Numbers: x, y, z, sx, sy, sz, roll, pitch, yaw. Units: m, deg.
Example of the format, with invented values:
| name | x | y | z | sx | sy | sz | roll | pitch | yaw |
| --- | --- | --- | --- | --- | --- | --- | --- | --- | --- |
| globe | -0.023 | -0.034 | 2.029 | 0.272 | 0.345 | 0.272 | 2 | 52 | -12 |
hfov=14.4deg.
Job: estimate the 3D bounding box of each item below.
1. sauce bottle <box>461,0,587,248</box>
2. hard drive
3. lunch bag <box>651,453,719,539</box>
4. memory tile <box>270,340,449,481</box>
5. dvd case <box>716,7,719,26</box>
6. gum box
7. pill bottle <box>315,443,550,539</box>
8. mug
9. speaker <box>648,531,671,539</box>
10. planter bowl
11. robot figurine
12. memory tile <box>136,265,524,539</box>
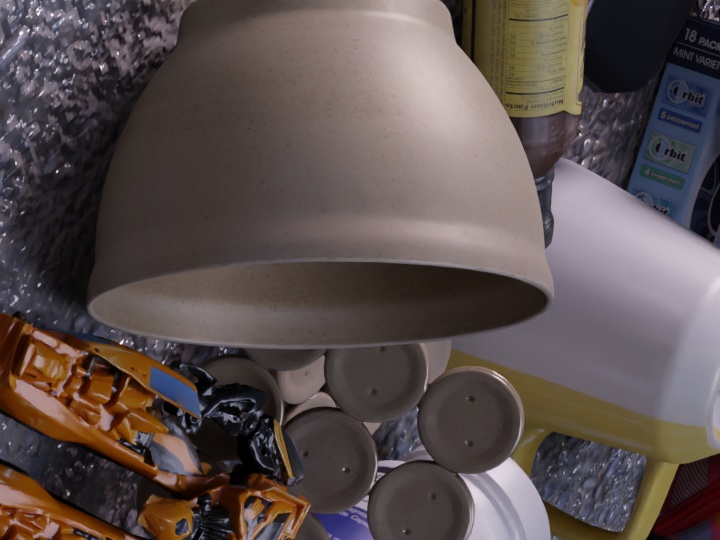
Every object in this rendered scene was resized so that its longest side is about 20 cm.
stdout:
| name | x | y | z | sx | sy | sz | roll | pitch | yaw |
| --- | --- | --- | --- | --- | --- | --- | --- | --- | --- |
| sauce bottle | 0.082 | -0.101 | 1.456 | 0.065 | 0.065 | 0.200 | -35 | 139 | -42 |
| hard drive | 0.159 | -0.200 | 1.528 | 0.200 | 0.042 | 0.135 | -64 | 149 | -5 |
| lunch bag | 0.252 | 0.068 | 1.630 | 0.200 | 0.082 | 0.176 | -64 | -170 | -29 |
| memory tile | 0.000 | 0.000 | 1.425 | 0.153 | 0.017 | 0.200 | -33 | 135 | -43 |
| dvd case | 0.284 | -0.073 | 1.589 | 0.200 | 0.025 | 0.150 | -1 | 79 | -41 |
| gum box | 0.218 | -0.047 | 1.720 | 0.170 | 0.045 | 0.200 | 2 | 107 | -57 |
| pill bottle | 0.003 | 0.167 | 1.457 | 0.200 | 0.116 | 0.116 | -32 | 135 | -43 |
| mug | 0.149 | 0.046 | 1.568 | 0.149 | 0.153 | 0.187 | -45 | 144 | -33 |
| speaker | 0.222 | 0.220 | 1.869 | 0.081 | 0.081 | 0.200 | -27 | 132 | -47 |
| planter bowl | -0.018 | -0.048 | 1.234 | 0.200 | 0.200 | 0.135 | 19 | 68 | -59 |
| robot figurine | -0.104 | 0.102 | 1.257 | 0.200 | 0.058 | 0.145 | 30 | 83 | -37 |
| memory tile | -0.027 | 0.111 | 1.339 | 0.200 | 0.153 | 0.017 | -63 | 177 | 6 |
